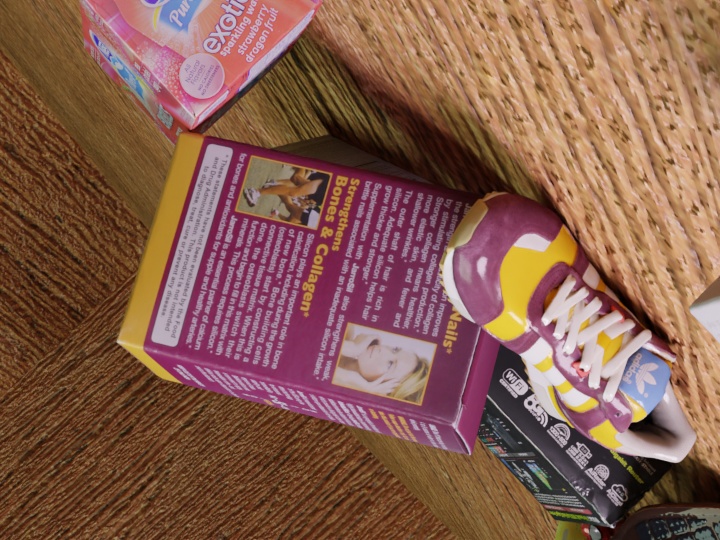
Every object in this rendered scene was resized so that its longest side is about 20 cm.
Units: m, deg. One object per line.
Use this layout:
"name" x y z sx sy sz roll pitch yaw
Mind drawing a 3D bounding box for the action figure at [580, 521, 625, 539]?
"action figure" 0.242 0.239 1.230 0.200 0.052 0.065 40 177 4

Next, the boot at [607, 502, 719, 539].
"boot" 0.218 0.174 1.093 0.200 0.097 0.075 -36 78 55

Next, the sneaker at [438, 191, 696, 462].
"sneaker" 0.117 0.031 0.881 0.090 0.075 0.200 28 168 42

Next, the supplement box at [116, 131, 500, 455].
"supplement box" -0.019 0.014 0.966 0.199 0.132 0.103 14 167 11

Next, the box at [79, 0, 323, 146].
"box" -0.097 -0.145 1.002 0.095 0.103 0.200 47 174 -5

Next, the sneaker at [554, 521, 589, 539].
"sneaker" 0.228 0.262 1.473 0.078 0.091 0.200 -12 153 32

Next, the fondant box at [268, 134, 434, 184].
"fondant box" 0.000 0.000 1.142 0.200 0.058 0.145 -146 45 -63

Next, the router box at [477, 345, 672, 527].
"router box" 0.127 0.106 1.202 0.150 0.062 0.200 47 172 2

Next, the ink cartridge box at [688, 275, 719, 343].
"ink cartridge box" 0.202 0.056 0.505 0.200 0.067 0.116 47 172 2
